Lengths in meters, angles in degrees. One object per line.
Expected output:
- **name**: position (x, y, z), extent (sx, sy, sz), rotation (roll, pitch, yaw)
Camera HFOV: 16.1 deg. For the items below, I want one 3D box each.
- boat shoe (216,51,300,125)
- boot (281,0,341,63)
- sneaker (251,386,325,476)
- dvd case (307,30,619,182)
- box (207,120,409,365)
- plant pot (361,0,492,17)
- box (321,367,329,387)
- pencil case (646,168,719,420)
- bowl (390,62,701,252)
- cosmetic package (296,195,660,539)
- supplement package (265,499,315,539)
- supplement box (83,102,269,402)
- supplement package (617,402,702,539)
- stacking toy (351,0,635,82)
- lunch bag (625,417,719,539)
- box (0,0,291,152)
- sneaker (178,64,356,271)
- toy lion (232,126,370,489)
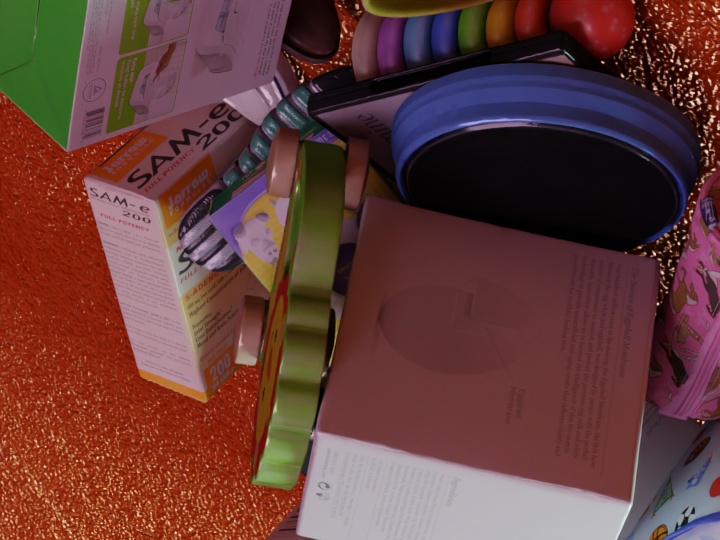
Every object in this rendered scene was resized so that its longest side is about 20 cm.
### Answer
- **boat shoe**: position (-0.132, -0.162, 1.824), extent (0.202, 0.086, 0.075), rotation (46, 144, -2)
- **boot**: position (-0.016, -0.240, 1.657), extent (0.200, 0.064, 0.187), rotation (-20, 109, 47)
- **sneaker**: position (-0.009, 0.107, 1.872), extent (0.106, 0.075, 0.200), rotation (22, 141, -10)
- **dvd case**: position (0.084, -0.096, 1.645), extent (0.200, 0.018, 0.143), rotation (-11, 149, 35)
- **box**: position (0.000, 0.000, 1.758), extent (0.117, 0.048, 0.200), rotation (-37, 106, 12)
- **plant pot**: position (0.073, -0.251, 1.473), extent (0.200, 0.200, 0.142), rotation (-30, 76, 53)
- **box**: position (0.013, 0.057, 1.892), extent (0.110, 0.035, 0.200), rotation (12, 146, 0)
- **pencil case**: position (0.234, 0.017, 1.641), extent (0.083, 0.086, 0.200), rotation (51, 152, 24)
- **bowl**: position (0.118, -0.065, 1.631), extent (0.200, 0.039, 0.201), rotation (6, 154, 3)
- **cosmetic package**: position (0.077, 0.081, 1.637), extent (0.199, 0.200, 0.123), rotation (12, 141, 1)
- **supplement package**: position (0.000, 0.238, 1.997), extent (0.109, 0.200, 0.114), rotation (-6, 121, 46)
- **supplement box**: position (-0.124, -0.018, 1.926), extent (0.073, 0.126, 0.200), rotation (19, 138, 33)
- **supplement package**: position (0.154, 0.166, 1.805), extent (0.200, 0.152, 0.151), rotation (43, 151, 2)
- **stacking toy**: position (0.093, -0.149, 1.636), extent (0.200, 0.085, 0.085), rotation (-9, 120, 41)
- **lunch bag**: position (0.284, 0.146, 1.653), extent (0.124, 0.170, 0.200), rotation (40, 144, -4)
- **box**: position (-0.130, -0.199, 1.613), extent (0.097, 0.176, 0.200), rotation (41, 137, 31)
- **sneaker**: position (-0.050, -0.086, 1.801), extent (0.200, 0.088, 0.074), rotation (-38, 104, 12)
- **toy lion**: position (-0.040, 0.031, 1.623), extent (0.068, 0.192, 0.200), rotation (9, 113, -6)
